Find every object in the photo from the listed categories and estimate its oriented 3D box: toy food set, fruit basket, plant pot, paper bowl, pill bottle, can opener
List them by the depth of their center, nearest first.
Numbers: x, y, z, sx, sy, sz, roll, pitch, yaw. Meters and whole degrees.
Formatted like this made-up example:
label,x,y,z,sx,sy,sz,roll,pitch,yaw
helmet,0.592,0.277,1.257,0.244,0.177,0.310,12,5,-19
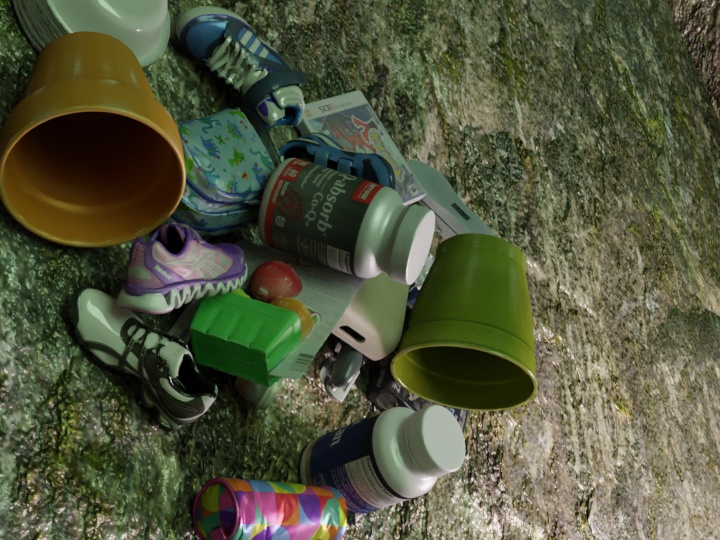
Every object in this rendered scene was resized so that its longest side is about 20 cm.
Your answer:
label,x,y,z,sx,sy,sz,roll,pitch,yaw
plant pot,-0.301,-0.160,1.322,0.199,0.200,0.184,29,33,-38
fruit basket,-0.112,0.048,1.445,0.200,0.183,0.095,-53,152,-48
paper bowl,-0.318,-0.335,1.458,0.200,0.104,0.203,27,51,-39
pill bottle,-0.016,-0.058,1.460,0.116,0.198,0.117,18,90,-74
pill bottle,0.029,0.234,1.472,0.111,0.199,0.112,28,49,-39
toy food set,0.000,0.000,1.580,0.143,0.060,0.202,36,52,-40
can opener,0.002,0.103,1.628,0.054,0.066,0.200,53,38,-15
plant pot,0.153,0.062,1.629,0.200,0.199,0.195,34,54,-35

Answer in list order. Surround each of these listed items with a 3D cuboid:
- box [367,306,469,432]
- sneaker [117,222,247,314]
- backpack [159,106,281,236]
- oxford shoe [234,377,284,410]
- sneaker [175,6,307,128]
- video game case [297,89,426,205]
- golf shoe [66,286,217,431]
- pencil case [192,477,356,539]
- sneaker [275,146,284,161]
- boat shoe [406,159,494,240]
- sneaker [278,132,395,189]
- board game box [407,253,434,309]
label,x,y,z,sx,sy,sz,roll,pitch,yaw
box,0.098,0.154,1.734,0.161,0.049,0.201,46,39,-24
sneaker,-0.196,-0.014,1.350,0.200,0.080,0.090,-21,115,-59
backpack,-0.187,-0.121,1.479,0.199,0.153,0.165,-22,83,-37
oxford shoe,-0.107,0.091,1.505,0.057,0.075,0.201,28,43,-3
sneaker,-0.153,-0.266,1.614,0.199,0.080,0.147,25,30,-48
video game case,-0.001,-0.176,1.802,0.182,0.023,0.201,-26,83,-54
golf shoe,-0.236,0.085,1.322,0.200,0.094,0.078,48,40,-19
pencil case,-0.099,0.288,1.384,0.199,0.088,0.089,16,58,-44
sneaker,-0.094,-0.133,1.607,0.201,0.115,0.074,58,39,-8
boat shoe,0.129,-0.089,1.901,0.073,0.066,0.201,-21,66,-46
sneaker,-0.036,-0.136,1.648,0.082,0.199,0.075,-10,115,-46
board game box,0.110,0.017,1.793,0.200,0.026,0.201,38,24,-31
